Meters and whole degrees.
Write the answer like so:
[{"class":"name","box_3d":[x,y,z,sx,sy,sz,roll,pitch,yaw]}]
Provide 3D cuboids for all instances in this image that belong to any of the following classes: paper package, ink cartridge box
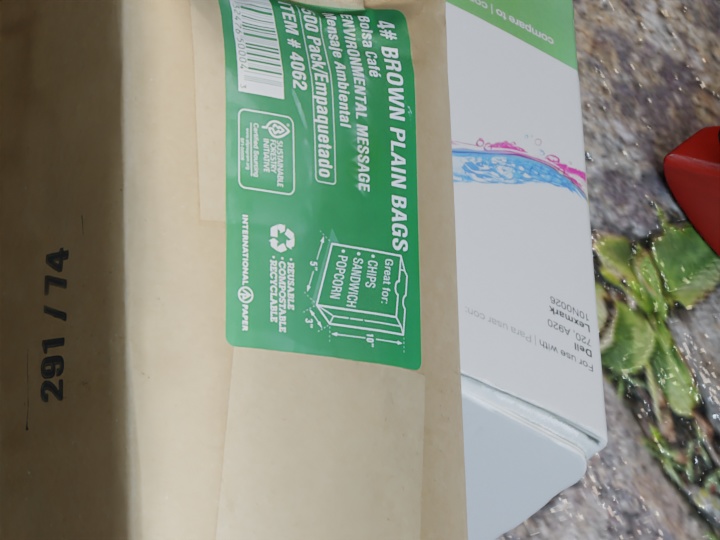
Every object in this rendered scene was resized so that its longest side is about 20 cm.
[{"class":"paper package","box_3d":[-0.064,0.034,0.714,0.103,0.191,0.200,8,73,-36]},{"class":"ink cartridge box","box_3d":[0.000,0.000,0.888,0.084,0.145,0.200,25,44,-27]}]

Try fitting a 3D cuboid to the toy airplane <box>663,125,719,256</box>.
[{"class":"toy airplane","box_3d":[0.238,0.008,1.122,0.200,0.141,0.199,-3,40,-8]}]
